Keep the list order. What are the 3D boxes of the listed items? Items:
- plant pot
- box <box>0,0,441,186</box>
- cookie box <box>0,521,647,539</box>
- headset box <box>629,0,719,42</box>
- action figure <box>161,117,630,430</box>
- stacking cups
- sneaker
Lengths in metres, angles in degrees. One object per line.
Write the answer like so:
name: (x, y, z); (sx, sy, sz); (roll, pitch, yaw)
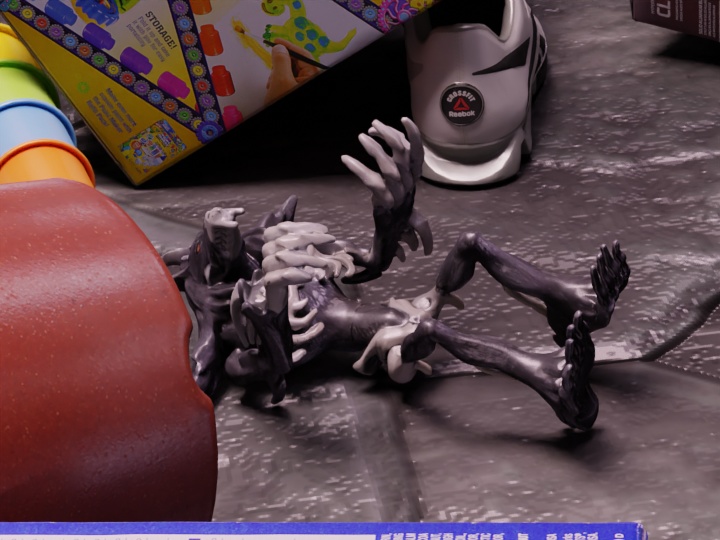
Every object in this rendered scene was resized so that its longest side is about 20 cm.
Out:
plant pot: (-0.164, 0.060, 0.810); (0.194, 0.202, 0.200); (-14, 29, -36)
box: (-0.046, -0.172, 1.195); (0.192, 0.122, 0.200); (-29, 20, 22)
cookie box: (-0.027, 0.153, 0.627); (0.199, 0.172, 0.075); (-1, 25, 5)
headset box: (0.231, -0.177, 1.245); (0.199, 0.075, 0.149); (17, 53, 20)
action figure: (0.000, 0.000, 0.981); (0.199, 0.102, 0.119); (9, 42, 18)
stacking cups: (-0.144, -0.047, 1.125); (0.060, 0.061, 0.200); (-13, 31, -18)
sneaker: (0.055, -0.123, 1.217); (0.074, 0.089, 0.200); (-4, 27, 1)
